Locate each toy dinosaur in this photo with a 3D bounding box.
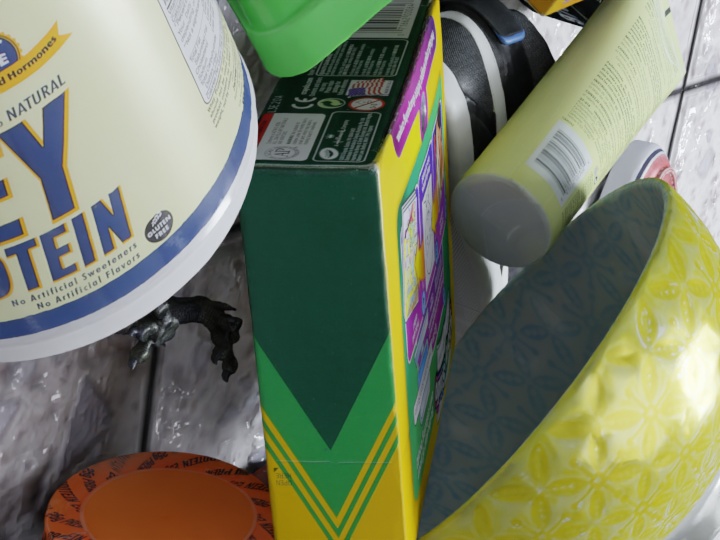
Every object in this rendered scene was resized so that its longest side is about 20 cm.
[{"bbox_3d":[-0.091,0.005,0.709,0.199,0.088,0.048,-16,132,-54],"label":"toy dinosaur"}]

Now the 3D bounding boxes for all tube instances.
[{"bbox_3d":[0.109,-0.077,0.910,0.200,0.052,0.058,-50,172,-41],"label":"tube"}]

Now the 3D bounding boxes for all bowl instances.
[{"bbox_3d":[0.103,0.071,0.821,0.200,0.107,0.200,-49,-170,12],"label":"bowl"}]

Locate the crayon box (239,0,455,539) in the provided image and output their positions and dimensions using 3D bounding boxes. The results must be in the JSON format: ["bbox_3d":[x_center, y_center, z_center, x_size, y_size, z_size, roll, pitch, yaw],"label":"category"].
[{"bbox_3d":[0.000,0.000,0.781,0.200,0.058,0.174,-72,160,-64],"label":"crayon box"}]

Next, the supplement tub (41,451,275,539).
[{"bbox_3d":[-0.084,0.185,0.800,0.122,0.122,0.201,-30,133,-47],"label":"supplement tub"}]

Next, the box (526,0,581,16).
[{"bbox_3d":[0.152,-0.202,0.836,0.119,0.042,0.200,-28,164,-48],"label":"box"}]

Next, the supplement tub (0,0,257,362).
[{"bbox_3d":[-0.122,-0.083,0.546,0.145,0.144,0.200,-54,147,-23],"label":"supplement tub"}]

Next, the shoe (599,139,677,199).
[{"bbox_3d":[0.191,0.022,1.176,0.071,0.091,0.201,-32,134,-46],"label":"shoe"}]

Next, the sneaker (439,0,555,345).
[{"bbox_3d":[0.063,-0.043,0.944,0.112,0.073,0.201,-43,141,-36],"label":"sneaker"}]

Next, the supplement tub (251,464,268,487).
[{"bbox_3d":[0.025,0.169,0.889,0.107,0.199,0.108,-37,137,-44],"label":"supplement tub"}]

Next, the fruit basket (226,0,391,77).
[{"bbox_3d":[0.030,-0.160,0.703,0.214,0.156,0.217,-12,129,-16],"label":"fruit basket"}]

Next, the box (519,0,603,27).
[{"bbox_3d":[0.093,-0.219,0.908,0.200,0.046,0.160,22,89,-60],"label":"box"}]
